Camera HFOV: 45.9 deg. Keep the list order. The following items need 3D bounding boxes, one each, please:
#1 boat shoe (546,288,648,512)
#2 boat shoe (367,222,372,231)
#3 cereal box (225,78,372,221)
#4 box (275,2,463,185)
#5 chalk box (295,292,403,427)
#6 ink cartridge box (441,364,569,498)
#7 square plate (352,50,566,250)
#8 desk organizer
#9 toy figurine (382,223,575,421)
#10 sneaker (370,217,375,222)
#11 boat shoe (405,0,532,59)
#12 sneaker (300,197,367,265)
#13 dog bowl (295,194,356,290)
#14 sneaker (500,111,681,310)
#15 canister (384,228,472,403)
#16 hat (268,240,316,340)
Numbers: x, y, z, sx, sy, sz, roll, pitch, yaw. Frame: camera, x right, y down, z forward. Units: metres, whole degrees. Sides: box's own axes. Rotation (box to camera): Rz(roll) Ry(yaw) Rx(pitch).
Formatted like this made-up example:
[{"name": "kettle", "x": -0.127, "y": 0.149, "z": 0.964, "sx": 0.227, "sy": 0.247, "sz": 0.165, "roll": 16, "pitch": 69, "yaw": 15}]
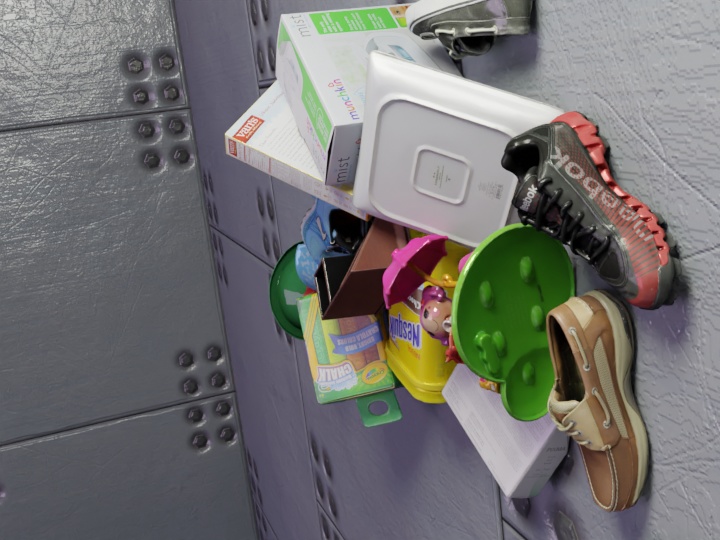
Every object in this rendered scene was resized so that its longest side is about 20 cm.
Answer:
[{"name": "boat shoe", "x": 0.203, "y": 0.119, "z": 0.766, "sx": 0.076, "sy": 0.074, "sz": 0.200, "roll": -174, "pitch": 74, "yaw": -71}, {"name": "boat shoe", "x": 0.020, "y": -0.142, "z": 1.191, "sx": 0.065, "sy": 0.071, "sz": 0.200, "roll": -139, "pitch": 49, "yaw": -72}, {"name": "cereal box", "x": -0.042, "y": -0.155, "z": 1.023, "sx": 0.200, "sy": 0.144, "sz": 0.040, "roll": 27, "pitch": 146, "yaw": 14}, {"name": "box", "x": 0.013, "y": -0.207, "z": 0.985, "sx": 0.097, "sy": 0.176, "sz": 0.200, "roll": 104, "pitch": 150, "yaw": -50}, {"name": "chalk box", "x": 0.005, "y": 0.123, "z": 1.218, "sx": 0.124, "sy": 0.124, "sz": 0.200, "roll": 8, "pitch": -113, "yaw": -66}, {"name": "ink cartridge box", "x": 0.177, "y": 0.120, "z": 0.918, "sx": 0.161, "sy": 0.050, "sz": 0.200, "roll": 59, "pitch": 134, "yaw": 43}, {"name": "square plate", "x": 0.086, "y": -0.103, "z": 0.855, "sx": 0.200, "sy": 0.198, "sz": 0.028, "roll": 97, "pitch": -161, "yaw": -45}, {"name": "desk organizer", "x": 0.000, "y": 0.000, "z": 1.047, "sx": 0.200, "sy": 0.077, "sz": 0.072, "roll": 122, "pitch": 139, "yaw": -67}, {"name": "toy figurine", "x": 0.103, "y": 0.037, "z": 0.861, "sx": 0.184, "sy": 0.150, "sz": 0.200, "roll": 18, "pitch": 133, "yaw": 55}, {"name": "sneaker", "x": 0.041, "y": -0.133, "z": 1.117, "sx": 0.083, "sy": 0.081, "sz": 0.200, "roll": -84, "pitch": -3, "yaw": -74}, {"name": "boat shoe", "x": 0.103, "y": -0.248, "z": 0.858, "sx": 0.200, "sy": 0.071, "sz": 0.064, "roll": -164, "pitch": 65, "yaw": -68}, {"name": "sneaker", "x": -0.032, "y": -0.052, "z": 1.116, "sx": 0.200, "sy": 0.078, "sz": 0.090, "roll": 99, "pitch": 161, "yaw": -54}, {"name": "dog bowl", "x": -0.026, "y": -0.061, "z": 1.256, "sx": 0.050, "sy": 0.111, "sz": 0.200, "roll": 20, "pitch": 98, "yaw": 52}, {"name": "sneaker", "x": 0.181, "y": -0.046, "z": 0.701, "sx": 0.071, "sy": 0.098, "sz": 0.201, "roll": 107, "pitch": 146, "yaw": -52}, {"name": "canister", "x": 0.086, "y": 0.041, "z": 1.059, "sx": 0.149, "sy": 0.086, "sz": 0.200, "roll": -133, "pitch": 38, "yaw": -62}, {"name": "hat", "x": -0.039, "y": 0.037, "z": 1.366, "sx": 0.166, "sy": 0.200, "sz": 0.176, "roll": 42, "pitch": 153, "yaw": -27}]
